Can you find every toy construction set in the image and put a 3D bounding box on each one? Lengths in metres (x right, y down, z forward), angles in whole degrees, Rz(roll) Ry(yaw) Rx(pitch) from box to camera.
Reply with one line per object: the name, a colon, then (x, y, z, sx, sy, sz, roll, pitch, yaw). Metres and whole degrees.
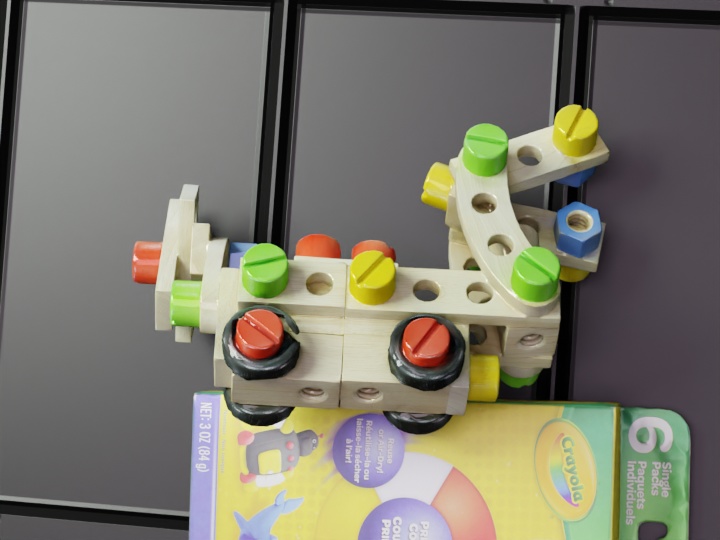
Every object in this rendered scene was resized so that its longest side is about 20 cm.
toy construction set: (0.000, 0.000, 0.823, 0.198, 0.092, 0.132, -5, 55, 11)

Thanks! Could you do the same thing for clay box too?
clay box: (0.031, 0.108, 0.843, 0.198, 0.048, 0.116, 1, 87, 11)
